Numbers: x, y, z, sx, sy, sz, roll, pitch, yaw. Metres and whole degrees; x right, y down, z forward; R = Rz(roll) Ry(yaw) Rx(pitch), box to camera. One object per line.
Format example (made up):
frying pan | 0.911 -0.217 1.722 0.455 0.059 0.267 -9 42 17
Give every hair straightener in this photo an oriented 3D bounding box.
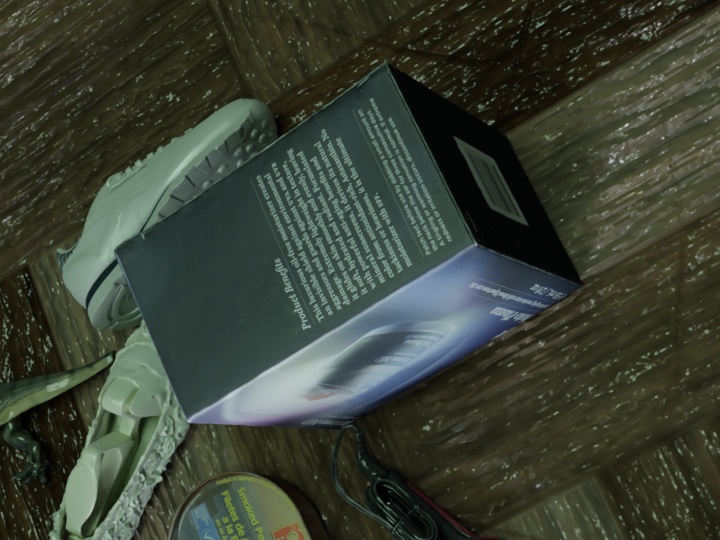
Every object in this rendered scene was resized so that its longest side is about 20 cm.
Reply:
hair straightener | 0.051 0.162 0.865 0.200 0.077 0.041 43 103 24

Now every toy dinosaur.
toy dinosaur | -0.271 0.117 1.048 0.199 0.047 0.089 -12 71 20

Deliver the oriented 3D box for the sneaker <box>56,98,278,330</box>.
sneaker | -0.141 -0.052 0.997 0.200 0.076 0.081 -47 57 11

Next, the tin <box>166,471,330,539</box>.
tin | -0.055 0.228 0.930 0.112 0.042 0.201 -34 70 22

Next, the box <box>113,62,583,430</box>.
box | 0.000 0.000 0.848 0.198 0.200 0.124 -32 71 19

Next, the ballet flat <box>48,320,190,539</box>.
ballet flat | -0.162 0.115 0.983 0.072 0.072 0.201 21 91 27
